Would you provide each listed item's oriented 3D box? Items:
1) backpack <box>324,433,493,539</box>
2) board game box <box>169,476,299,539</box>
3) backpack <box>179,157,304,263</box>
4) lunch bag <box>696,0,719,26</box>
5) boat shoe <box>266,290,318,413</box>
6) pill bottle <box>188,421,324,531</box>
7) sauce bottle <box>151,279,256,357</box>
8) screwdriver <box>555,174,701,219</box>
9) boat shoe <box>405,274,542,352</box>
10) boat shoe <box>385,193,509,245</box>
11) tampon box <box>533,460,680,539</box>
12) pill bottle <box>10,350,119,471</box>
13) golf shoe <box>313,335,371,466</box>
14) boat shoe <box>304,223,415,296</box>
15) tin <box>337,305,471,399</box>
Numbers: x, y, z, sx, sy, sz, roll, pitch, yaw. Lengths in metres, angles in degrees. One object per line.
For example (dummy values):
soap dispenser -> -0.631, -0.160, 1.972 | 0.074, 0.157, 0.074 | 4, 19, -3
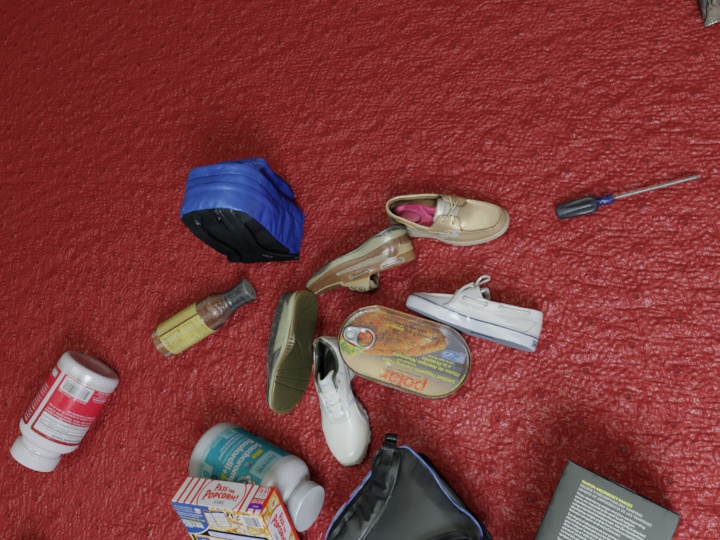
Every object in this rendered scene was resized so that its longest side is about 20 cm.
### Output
backpack -> 0.054, 0.351, 0.837 | 0.190, 0.154, 0.200 | -42, 53, -4
board game box -> -0.161, 0.383, 0.906 | 0.151, 0.200, 0.046 | -1, 32, 24
backpack -> -0.211, -0.112, 1.111 | 0.162, 0.200, 0.168 | -9, 67, 23
lunch bag -> 0.584, -0.479, 0.930 | 0.200, 0.118, 0.164 | -16, 64, 24
boat shoe -> -0.120, 0.130, 1.056 | 0.066, 0.072, 0.201 | 4, 81, 48
pill bottle -> -0.154, 0.315, 0.971 | 0.200, 0.111, 0.111 | 17, 79, 29
sauce bottle -> -0.277, 0.084, 1.146 | 0.200, 0.066, 0.066 | -29, 61, 12
screwdriver -> 0.385, -0.108, 0.935 | 0.200, 0.029, 0.028 | -12, 65, 17
boat shoe -> 0.169, 0.048, 0.944 | 0.202, 0.075, 0.086 | 16, 78, 27
boat shoe -> 0.131, -0.086, 1.016 | 0.200, 0.069, 0.074 | 3, 72, 26
tampon box -> 0.266, 0.341, 0.741 | 0.126, 0.150, 0.200 | 23, 81, 30
pill bottle -> -0.542, 0.258, 1.175 | 0.112, 0.112, 0.200 | 29, 85, 31
golf shoe -> -0.042, 0.194, 0.974 | 0.078, 0.097, 0.200 | -20, 64, 16
boat shoe -> 0.000, 0.000, 1.042 | 0.200, 0.076, 0.074 | -31, 88, 24
tin -> 0.064, 0.123, 0.956 | 0.200, 0.042, 0.112 | 17, 70, 11
